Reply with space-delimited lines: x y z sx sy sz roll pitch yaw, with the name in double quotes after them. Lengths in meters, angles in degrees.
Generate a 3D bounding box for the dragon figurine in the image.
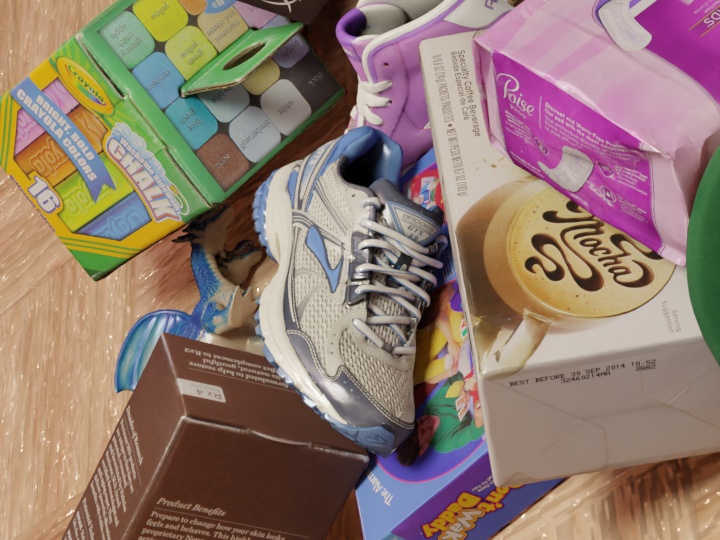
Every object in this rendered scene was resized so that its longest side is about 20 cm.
-0.097 0.055 1.218 0.099 0.059 0.200 5 65 57 "dragon figurine"

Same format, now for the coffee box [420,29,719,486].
0.096 -0.016 0.939 0.113 0.080 0.200 -9 47 2 "coffee box"

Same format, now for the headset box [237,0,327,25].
-0.017 -0.254 1.126 0.200 0.075 0.149 -52 35 36 "headset box"

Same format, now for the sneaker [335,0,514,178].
0.011 -0.087 1.133 0.200 0.114 0.073 -44 38 26 "sneaker"

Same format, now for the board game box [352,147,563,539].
0.047 0.031 1.056 0.134 0.045 0.200 -42 38 27 "board game box"

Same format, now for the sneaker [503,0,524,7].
0.067 -0.234 1.005 0.108 0.070 0.201 26 100 19 "sneaker"

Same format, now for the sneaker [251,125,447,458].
0.000 0.000 1.036 0.085 0.077 0.200 -40 39 22 "sneaker"

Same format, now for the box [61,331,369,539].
-0.087 0.136 1.066 0.200 0.100 0.075 -60 29 27 "box"

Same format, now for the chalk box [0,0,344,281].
-0.107 -0.100 1.228 0.125 0.124 0.200 -44 9 -36 "chalk box"

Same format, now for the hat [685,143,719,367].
0.237 -0.039 0.852 0.200 0.166 0.176 -31 9 26 "hat"

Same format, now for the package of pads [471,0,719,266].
0.156 -0.099 0.885 0.200 0.076 0.120 -37 51 -21 "package of pads"

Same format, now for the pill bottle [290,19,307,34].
-0.037 -0.243 1.309 0.200 0.116 0.116 -55 33 6 "pill bottle"
